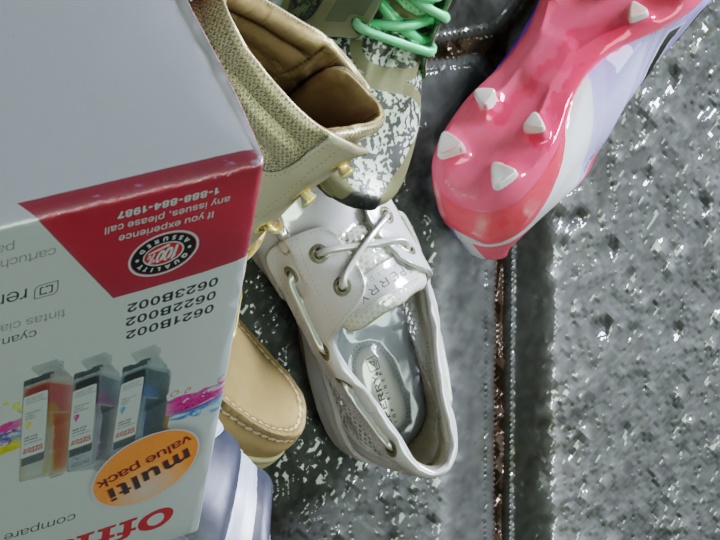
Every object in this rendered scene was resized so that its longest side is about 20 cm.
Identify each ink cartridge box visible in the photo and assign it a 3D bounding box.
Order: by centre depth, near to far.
[{"bbox_3d":[-0.131,-0.004,0.851,0.144,0.145,0.201,-15,145,-21],"label":"ink cartridge box"}]

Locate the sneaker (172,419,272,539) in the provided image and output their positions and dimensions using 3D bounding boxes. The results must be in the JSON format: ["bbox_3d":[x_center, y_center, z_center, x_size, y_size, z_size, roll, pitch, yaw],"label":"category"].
[{"bbox_3d":[-0.107,0.117,0.957,0.109,0.070,0.200,47,55,-15],"label":"sneaker"}]

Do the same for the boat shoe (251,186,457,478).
[{"bbox_3d":[0.000,0.000,1.112,0.071,0.069,0.201,-33,118,-20],"label":"boat shoe"}]

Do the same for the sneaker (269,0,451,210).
[{"bbox_3d":[0.017,-0.125,1.054,0.076,0.088,0.202,10,85,-33],"label":"sneaker"}]

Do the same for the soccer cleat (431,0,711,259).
[{"bbox_3d":[0.101,-0.091,1.172,0.200,0.066,0.077,-51,158,-18],"label":"soccer cleat"}]

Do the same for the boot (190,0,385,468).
[{"bbox_3d":[-0.047,-0.014,1.033,0.155,0.073,0.200,-32,124,20],"label":"boot"}]
